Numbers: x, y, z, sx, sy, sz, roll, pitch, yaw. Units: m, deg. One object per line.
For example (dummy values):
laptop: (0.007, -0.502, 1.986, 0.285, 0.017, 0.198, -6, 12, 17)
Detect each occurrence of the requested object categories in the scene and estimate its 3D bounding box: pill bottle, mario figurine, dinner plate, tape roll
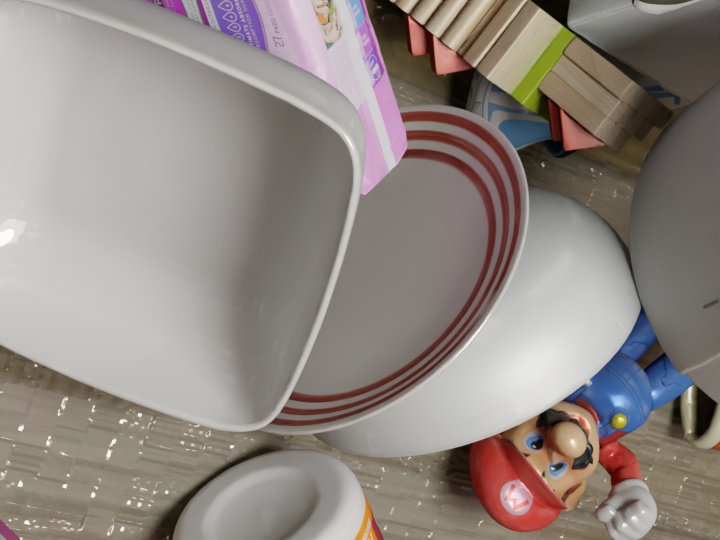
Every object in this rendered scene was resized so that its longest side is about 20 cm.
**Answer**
pill bottle: (-0.023, 0.210, 1.009, 0.113, 0.113, 0.200, -35, 124, -20)
mario figurine: (0.152, 0.085, 1.088, 0.200, 0.123, 0.106, -41, 138, -22)
dinner plate: (0.000, 0.000, 0.892, 0.200, 0.200, 0.024, -51, 133, -9)
tape roll: (0.253, -0.025, 0.873, 0.202, 0.139, 0.203, 4, 74, -15)

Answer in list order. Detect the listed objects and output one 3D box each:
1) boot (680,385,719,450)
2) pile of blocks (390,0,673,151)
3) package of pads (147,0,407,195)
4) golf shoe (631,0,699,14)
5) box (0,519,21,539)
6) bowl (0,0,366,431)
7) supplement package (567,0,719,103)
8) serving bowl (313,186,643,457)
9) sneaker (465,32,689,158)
boot: (0.278, 0.034, 1.188, 0.107, 0.075, 0.200, 7, 98, -25)
pile of blocks: (0.071, -0.123, 0.944, 0.062, 0.200, 0.082, -52, 170, 10)
package of pads: (-0.063, -0.129, 0.849, 0.076, 0.120, 0.200, -57, 136, -47)
golf shoe: (0.115, -0.214, 0.854, 0.078, 0.094, 0.200, -25, 79, -49)
box: (-0.263, 0.223, 0.855, 0.176, 0.097, 0.200, 2, 105, -36)
bowl: (-0.100, -0.038, 0.823, 0.200, 0.075, 0.200, 21, 125, 2)
supplement package: (0.239, -0.205, 0.979, 0.191, 0.147, 0.200, 23, 67, -38)
serving bowl: (0.046, 0.012, 0.934, 0.200, 0.200, 0.066, -36, 119, -20)
sneaker: (0.144, -0.108, 1.046, 0.200, 0.072, 0.073, -11, 132, -33)
